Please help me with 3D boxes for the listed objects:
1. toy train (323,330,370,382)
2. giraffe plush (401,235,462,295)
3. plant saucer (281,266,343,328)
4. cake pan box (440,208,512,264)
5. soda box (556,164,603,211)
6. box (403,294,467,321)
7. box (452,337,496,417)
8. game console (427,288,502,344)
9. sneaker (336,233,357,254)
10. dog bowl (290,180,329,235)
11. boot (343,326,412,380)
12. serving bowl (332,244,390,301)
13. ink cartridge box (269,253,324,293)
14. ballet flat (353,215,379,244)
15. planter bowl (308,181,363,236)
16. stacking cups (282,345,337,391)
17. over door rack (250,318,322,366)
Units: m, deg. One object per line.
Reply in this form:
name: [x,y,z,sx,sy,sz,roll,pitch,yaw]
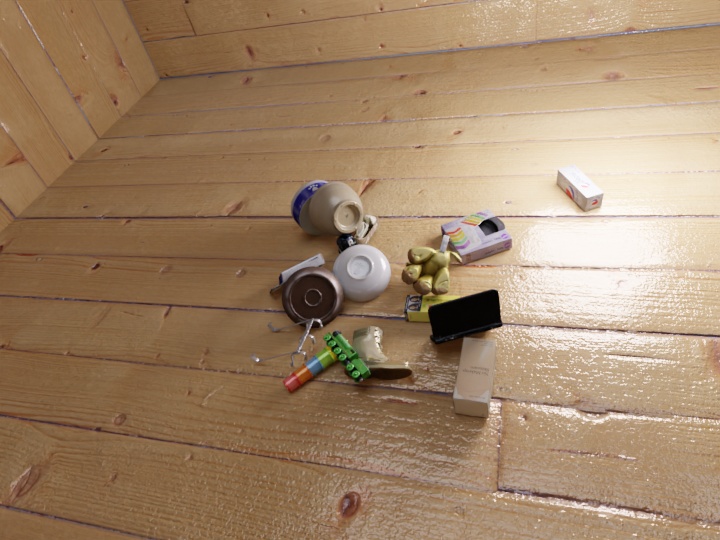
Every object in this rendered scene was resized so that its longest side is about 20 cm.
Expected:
toy train: [-0.040,0.241,1.495,0.056,0.042,0.200,-34,49,-11]
giraffe plush: [0.215,-0.006,1.686,0.172,0.162,0.200,36,75,-1]
plant saucer: [-0.153,0.087,1.675,0.200,0.201,0.032,-20,3,-5]
cake pan box: [0.406,-0.121,1.822,0.199,0.052,0.184,-18,45,-3]
soda box: [0.790,-0.301,1.887,0.068,0.064,0.200,-17,43,-4]
box: [0.239,0.119,1.620,0.199,0.050,0.075,1,45,17]
box: [0.310,0.286,1.407,0.095,0.078,0.200,3,46,19]
game console: [0.290,0.128,1.489,0.199,0.117,0.176,-15,-1,0]
sneaker: [-0.019,-0.062,1.835,0.073,0.112,0.200,-39,48,-22]
dog bowl: [-0.161,-0.238,1.994,0.200,0.200,0.079,-29,46,-14]
boot: [0.059,0.239,1.529,0.199,0.073,0.156,-5,48,20]
serving bowl: [0.000,0.000,1.742,0.199,0.066,0.201,-2,71,6]
ink cartridge box: [-0.228,0.011,1.783,0.200,0.041,0.200,-28,0,-13]
ballet flat: [0.020,-0.161,1.955,0.068,0.072,0.200,11,49,25]
planter bowl: [-0.072,-0.210,1.899,0.200,0.201,0.135,-30,33,-15]
stacking cups: [-0.138,0.289,1.557,0.200,0.061,0.060,-37,47,-14]
over door rack: [-0.223,0.226,1.633,0.199,0.067,0.148,-8,37,27]
